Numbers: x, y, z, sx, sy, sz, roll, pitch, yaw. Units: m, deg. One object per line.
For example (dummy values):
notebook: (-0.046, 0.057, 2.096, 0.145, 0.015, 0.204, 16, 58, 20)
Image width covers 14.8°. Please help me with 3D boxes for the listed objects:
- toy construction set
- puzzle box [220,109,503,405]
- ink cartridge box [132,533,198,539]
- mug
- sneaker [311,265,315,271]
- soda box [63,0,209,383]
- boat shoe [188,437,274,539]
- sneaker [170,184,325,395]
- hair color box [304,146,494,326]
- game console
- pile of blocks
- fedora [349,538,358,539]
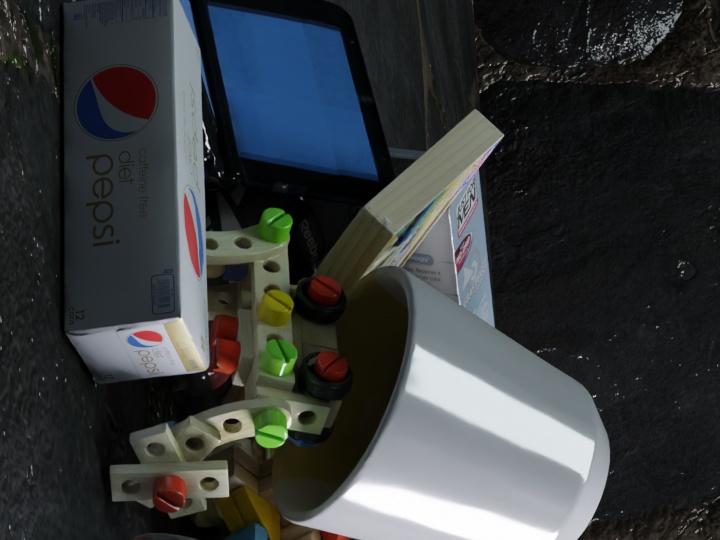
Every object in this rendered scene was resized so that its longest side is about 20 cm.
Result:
toy construction set: (-0.076, 0.040, 1.491, 0.092, 0.131, 0.201, 118, -22, -51)
puzzle box: (0.000, 0.000, 1.642, 0.133, 0.025, 0.200, -43, 173, -46)
ink cartridge box: (-0.085, 0.257, 1.427, 0.162, 0.050, 0.201, 45, 55, -54)
mug: (0.052, 0.083, 1.541, 0.150, 0.153, 0.187, -53, -156, 32)
sneaker: (-0.049, -0.050, 1.967, 0.078, 0.075, 0.201, 16, 66, -78)
soda box: (-0.118, -0.046, 1.458, 0.068, 0.063, 0.201, 69, 17, -62)
boat shoe: (-0.064, 0.132, 1.708, 0.200, 0.062, 0.074, 24, 59, -82)
sneaker: (-0.072, -0.002, 1.647, 0.201, 0.098, 0.071, -85, 167, -54)
hair color box: (0.030, 0.019, 1.775, 0.061, 0.099, 0.200, -60, 150, -46)
game console: (-0.061, -0.147, 1.672, 0.200, 0.118, 0.171, -105, 180, -45)
pile of blocks: (-0.021, 0.185, 1.558, 0.200, 0.062, 0.082, 60, 27, -4)
fedora: (0.025, 0.147, 1.691, 0.200, 0.176, 0.090, -85, -159, -62)
